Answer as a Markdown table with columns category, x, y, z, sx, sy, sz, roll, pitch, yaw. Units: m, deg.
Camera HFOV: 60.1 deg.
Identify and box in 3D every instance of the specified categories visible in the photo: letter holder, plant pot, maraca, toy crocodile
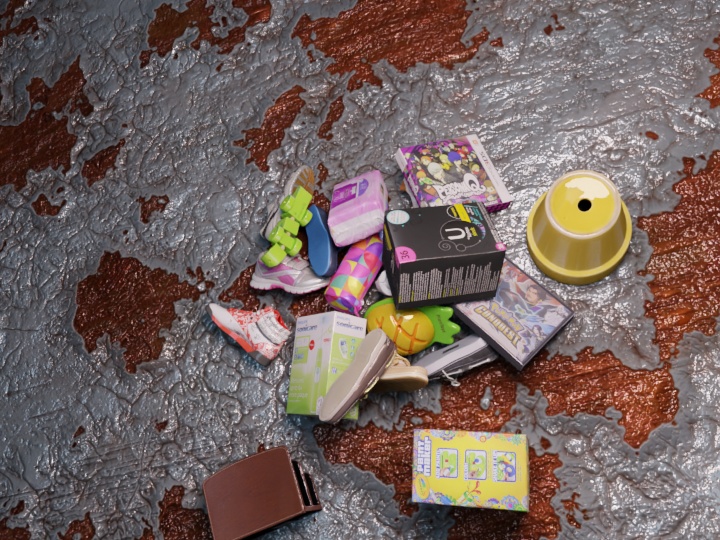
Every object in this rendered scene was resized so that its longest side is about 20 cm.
| category | x | y | z | sx | sy | sz | roll | pitch | yaw |
| --- | --- | --- | --- | --- | --- | --- | --- | --- | --- |
| letter holder | -0.201 | 0.450 | 1.254 | 0.198 | 0.101 | 0.143 | -25 | 67 | 8 |
| plant pot | 0.416 | -0.092 | 1.180 | 0.198 | 0.189 | 0.203 | -4 | 74 | 14 |
| maraca | 0.099 | 0.109 | 1.245 | 0.198 | 0.138 | 0.107 | -9 | 36 | 28 |
| toy crocodile | -0.157 | -0.096 | 1.346 | 0.061 | 0.067 | 0.202 | -16 | 48 | 48 |

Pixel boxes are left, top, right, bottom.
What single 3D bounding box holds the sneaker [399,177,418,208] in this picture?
| category | x | y | z | sx | sy | sz | roll | pitch | yaw |
| --- | --- | --- | --- | --- | --- | --- | --- | --- | --- |
| sneaker | 0.166 | -0.135 | 1.342 | 0.200 | 0.073 | 0.085 | 49 | 126 | 15 |

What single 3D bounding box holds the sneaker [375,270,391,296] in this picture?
| category | x | y | z | sx | sy | sz | roll | pitch | yaw |
| --- | --- | --- | --- | --- | --- | --- | --- | --- | --- |
| sneaker | 0.131 | 0.020 | 1.296 | 0.197 | 0.081 | 0.077 | 0 | 79 | -5 |

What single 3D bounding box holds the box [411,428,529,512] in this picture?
| category | x | y | z | sx | sy | sz | roll | pitch | yaw |
| --- | --- | --- | --- | --- | --- | --- | --- | --- | --- |
| box | 0.202 | 0.352 | 1.108 | 0.190 | 0.200 | 0.124 | -1 | 74 | 15 |

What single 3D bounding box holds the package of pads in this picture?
| category | x | y | z | sx | sy | sz | roll | pitch | yaw |
| --- | --- | --- | --- | --- | --- | --- | --- | --- | --- |
| package of pads | -0.004 | -0.134 | 1.319 | 0.119 | 0.076 | 0.201 | -19 | 26 | 11 |

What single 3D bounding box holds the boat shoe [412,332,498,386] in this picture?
| category | x | y | z | sx | sy | sz | roll | pitch | yaw |
| --- | --- | --- | --- | --- | --- | --- | --- | --- | --- |
| boat shoe | 0.178 | 0.190 | 1.233 | 0.198 | 0.074 | 0.068 | -30 | 97 | 17 |

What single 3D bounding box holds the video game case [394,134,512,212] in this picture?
| category | x | y | z | sx | sy | sz | roll | pitch | yaw |
| --- | --- | --- | --- | --- | --- | --- | --- | --- | --- |
| video game case | 0.195 | -0.192 | 1.302 | 0.198 | 0.036 | 0.183 | -14 | 66 | -22 |

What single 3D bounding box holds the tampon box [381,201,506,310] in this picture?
| category | x | y | z | sx | sy | sz | roll | pitch | yaw |
| --- | --- | --- | --- | --- | --- | --- | --- | --- | --- |
| tampon box | 0.150 | -0.031 | 1.180 | 0.197 | 0.127 | 0.151 | -7 | 44 | -8 |

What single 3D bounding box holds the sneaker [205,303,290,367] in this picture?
| category | x | y | z | sx | sy | sz | roll | pitch | yaw |
| --- | --- | --- | --- | --- | --- | --- | --- | --- | --- |
| sneaker | -0.245 | 0.110 | 1.382 | 0.201 | 0.067 | 0.108 | 39 | 87 | 19 |

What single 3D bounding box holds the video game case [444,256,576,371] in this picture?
| category | x | y | z | sx | sy | sz | roll | pitch | yaw |
| --- | --- | --- | --- | --- | --- | --- | --- | --- | --- |
| video game case | 0.288 | 0.071 | 1.211 | 0.180 | 0.026 | 0.200 | -35 | 64 | -30 |

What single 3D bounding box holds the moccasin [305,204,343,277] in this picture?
| category | x | y | z | sx | sy | sz | roll | pitch | yaw |
| --- | --- | --- | --- | --- | --- | --- | --- | --- | --- |
| moccasin | -0.070 | -0.066 | 1.349 | 0.080 | 0.068 | 0.202 | -40 | 43 | 32 |

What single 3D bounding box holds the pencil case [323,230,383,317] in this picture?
| category | x | y | z | sx | sy | sz | roll | pitch | yaw |
| --- | --- | --- | --- | --- | --- | --- | --- | --- | --- |
| pencil case | 0.000 | 0.000 | 1.306 | 0.088 | 0.089 | 0.201 | 17 | 64 | 20 |

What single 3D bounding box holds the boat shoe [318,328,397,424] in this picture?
| category | x | y | z | sx | sy | sz | roll | pitch | yaw |
| --- | --- | --- | --- | --- | --- | --- | --- | --- | --- |
| boat shoe | -0.001 | 0.206 | 1.163 | 0.201 | 0.060 | 0.072 | -55 | 28 | -17 |

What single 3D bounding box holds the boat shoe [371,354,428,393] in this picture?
| category | x | y | z | sx | sy | sz | roll | pitch | yaw |
| --- | --- | --- | --- | --- | --- | --- | --- | --- | --- |
| boat shoe | 0.061 | 0.196 | 1.223 | 0.199 | 0.073 | 0.070 | -18 | 51 | 52 |

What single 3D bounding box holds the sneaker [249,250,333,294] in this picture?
| category | x | y | z | sx | sy | sz | roll | pitch | yaw |
| --- | --- | --- | --- | --- | --- | --- | --- | --- | --- |
| sneaker | -0.152 | -0.001 | 1.364 | 0.198 | 0.081 | 0.089 | 5 | 99 | 17 |

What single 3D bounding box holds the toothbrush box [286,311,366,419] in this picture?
| category | x | y | z | sx | sy | sz | roll | pitch | yaw |
| --- | --- | --- | --- | --- | --- | --- | --- | --- | --- |
| toothbrush box | -0.070 | 0.195 | 1.261 | 0.145 | 0.085 | 0.202 | -13 | 65 | 52 |

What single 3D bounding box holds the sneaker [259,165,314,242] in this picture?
| category | x | y | z | sx | sy | sz | roll | pitch | yaw |
| --- | --- | --- | --- | --- | --- | --- | --- | --- | --- |
| sneaker | -0.175 | -0.156 | 1.433 | 0.087 | 0.076 | 0.202 | 4 | 64 | 39 |
